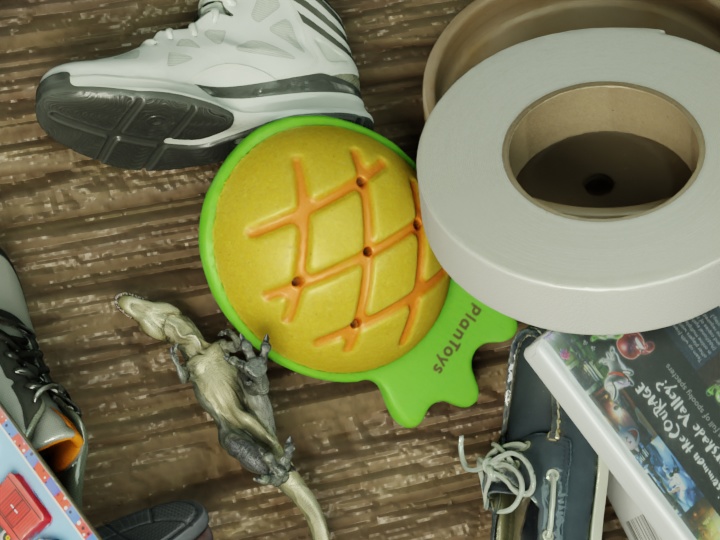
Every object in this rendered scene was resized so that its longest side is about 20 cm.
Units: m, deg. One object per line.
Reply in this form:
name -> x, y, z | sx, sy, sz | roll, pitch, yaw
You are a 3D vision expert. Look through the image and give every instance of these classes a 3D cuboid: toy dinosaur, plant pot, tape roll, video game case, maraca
toy dinosaur -> -0.059, 0.082, 1.358 | 0.047, 0.088, 0.200 | -31, 85, -17
plant pot -> 0.137, -0.076, 1.463 | 0.200, 0.093, 0.201 | -3, 48, 3
tape roll -> 0.129, -0.051, 1.352 | 0.202, 0.037, 0.203 | -4, 46, 4
video game case -> 0.209, 0.071, 1.341 | 0.182, 0.023, 0.200 | -36, 88, -26
maraca -> 0.000, 0.000, 1.401 | 0.200, 0.107, 0.137 | 35, 81, -21

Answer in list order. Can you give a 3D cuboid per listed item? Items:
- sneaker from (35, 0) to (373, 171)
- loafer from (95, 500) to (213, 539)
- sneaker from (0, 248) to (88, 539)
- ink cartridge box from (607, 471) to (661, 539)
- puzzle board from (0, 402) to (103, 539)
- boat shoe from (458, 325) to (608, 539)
sneaker -> -0.094, -0.122, 1.432 | 0.200, 0.076, 0.116 | 1, 63, -29
loafer -> -0.157, 0.189, 1.305 | 0.200, 0.072, 0.063 | -30, 111, -22
sneaker -> -0.175, 0.070, 1.301 | 0.074, 0.079, 0.201 | 23, 45, -48
ink cartridge box -> 0.218, 0.076, 1.435 | 0.146, 0.147, 0.201 | -23, 82, -25
puzzle board -> -0.200, 0.152, 1.235 | 0.151, 0.017, 0.200 | -44, 65, 8
boat shoe -> 0.094, 0.126, 1.412 | 0.062, 0.075, 0.201 | 3, 84, -25
